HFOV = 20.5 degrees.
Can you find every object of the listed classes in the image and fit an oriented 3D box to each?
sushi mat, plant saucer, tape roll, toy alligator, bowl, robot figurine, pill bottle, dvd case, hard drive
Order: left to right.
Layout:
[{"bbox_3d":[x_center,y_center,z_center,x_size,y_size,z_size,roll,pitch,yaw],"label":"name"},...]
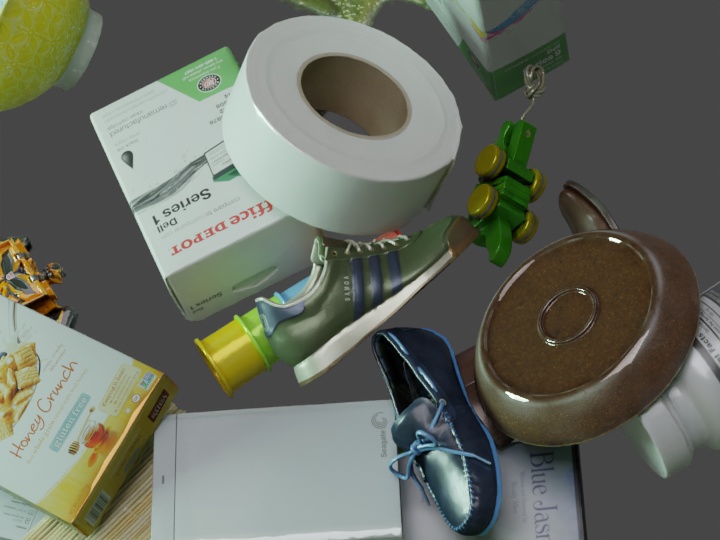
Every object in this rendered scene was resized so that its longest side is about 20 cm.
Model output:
[{"bbox_3d":[-0.349,0.049,1.762,0.199,0.058,0.145,-34,61,-7],"label":"robot figurine"},{"bbox_3d":[-0.307,-0.227,1.870,0.107,0.200,0.201,24,60,-23],"label":"bowl"},{"bbox_3d":[-0.191,0.191,1.625,0.095,0.012,0.200,29,59,31],"label":"sushi mat"},{"bbox_3d":[-0.067,0.169,1.603,0.199,0.027,0.132,-4,51,1],"label":"hard drive"},{"bbox_3d":[-0.015,-0.127,1.720,0.201,0.071,0.203,15,43,-14],"label":"tape roll"},{"bbox_3d":[0.081,0.209,1.591,0.199,0.018,0.143,-7,59,9],"label":"dvd case"},{"bbox_3d":[0.124,-0.087,1.733,0.054,0.059,0.201,-24,45,49],"label":"toy alligator"},{"bbox_3d":[0.169,0.043,1.560,0.199,0.034,0.201,-22,45,24],"label":"plant saucer"},{"bbox_3d":[0.294,0.069,1.563,0.199,0.116,0.116,-33,58,-6],"label":"pill bottle"}]

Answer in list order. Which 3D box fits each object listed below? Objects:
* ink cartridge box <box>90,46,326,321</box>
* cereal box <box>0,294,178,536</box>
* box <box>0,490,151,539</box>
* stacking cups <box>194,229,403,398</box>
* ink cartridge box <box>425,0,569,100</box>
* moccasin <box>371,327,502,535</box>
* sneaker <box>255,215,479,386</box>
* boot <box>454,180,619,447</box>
[{"bbox_3d":[-0.133,-0.077,1.768,0.145,0.084,0.201,-27,58,-3],"label":"ink cartridge box"},{"bbox_3d":[-0.267,0.115,1.650,0.199,0.040,0.144,22,74,28],"label":"cereal box"},{"bbox_3d":[-0.258,0.282,1.617,0.155,0.041,0.201,11,65,19],"label":"box"},{"bbox_3d":[-0.044,0.030,1.698,0.199,0.061,0.061,-33,59,-6],"label":"stacking cups"},{"bbox_3d":[0.108,-0.272,1.754,0.087,0.200,0.146,-28,58,-4],"label":"ink cartridge box"},{"bbox_3d":[0.051,0.129,1.585,0.081,0.068,0.200,-57,37,29],"label":"moccasin"},{"bbox_3d":[0.000,0.000,1.651,0.200,0.067,0.090,-40,91,-12],"label":"sneaker"},{"bbox_3d":[0.142,0.036,1.656,0.199,0.064,0.187,-34,48,3],"label":"boot"}]
